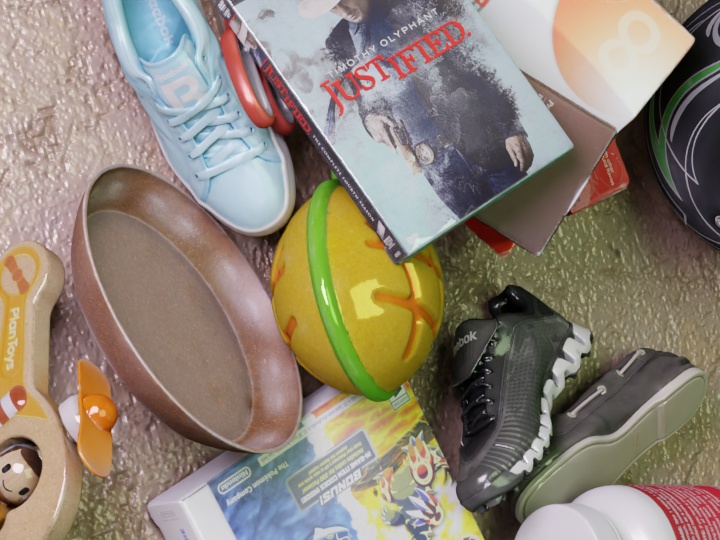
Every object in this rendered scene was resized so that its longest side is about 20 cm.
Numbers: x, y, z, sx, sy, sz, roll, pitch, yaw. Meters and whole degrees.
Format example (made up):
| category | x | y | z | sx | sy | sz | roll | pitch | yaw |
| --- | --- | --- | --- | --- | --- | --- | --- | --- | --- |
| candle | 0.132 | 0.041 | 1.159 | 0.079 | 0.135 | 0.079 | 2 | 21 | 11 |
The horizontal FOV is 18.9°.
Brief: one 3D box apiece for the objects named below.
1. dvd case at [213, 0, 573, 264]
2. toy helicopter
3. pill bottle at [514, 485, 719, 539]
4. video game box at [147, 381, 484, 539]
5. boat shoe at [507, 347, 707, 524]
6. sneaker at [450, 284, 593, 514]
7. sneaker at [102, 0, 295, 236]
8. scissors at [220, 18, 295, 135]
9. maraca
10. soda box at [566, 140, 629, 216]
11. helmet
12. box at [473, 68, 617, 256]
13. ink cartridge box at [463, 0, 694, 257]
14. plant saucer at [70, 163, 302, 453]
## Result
| category | x | y | z | sx | sy | sz | roll | pitch | yaw |
| --- | --- | --- | --- | --- | --- | --- | --- | --- | --- |
| dvd case | 0.022 | -0.121 | 1.348 | 0.146 | 0.022 | 0.200 | -32 | 83 | -26 |
| toy helicopter | -0.189 | 0.073 | 1.234 | 0.079 | 0.132 | 0.200 | 33 | 49 | -49 |
| pill bottle | 0.203 | 0.204 | 1.493 | 0.200 | 0.112 | 0.112 | 6 | 77 | -41 |
| video game box | -0.016 | 0.180 | 1.388 | 0.200 | 0.047 | 0.182 | -33 | 103 | -36 |
| boat shoe | 0.164 | 0.116 | 1.537 | 0.200 | 0.057 | 0.067 | -31 | 135 | -33 |
| sneaker | 0.090 | 0.081 | 1.466 | 0.090 | 0.066 | 0.200 | 43 | 41 | -10 |
| sneaker | -0.109 | -0.108 | 1.343 | 0.200 | 0.074 | 0.082 | 59 | 11 | 0 |
| scissors | -0.082 | -0.172 | 1.374 | 0.073 | 0.014 | 0.200 | 29 | 39 | -61 |
| maraca | 0.000 | 0.000 | 1.387 | 0.200 | 0.107 | 0.137 | -81 | 153 | -56 |
| soda box | 0.117 | -0.136 | 1.541 | 0.070 | 0.063 | 0.200 | -25 | 95 | -37 |
| helmet | 0.303 | -0.107 | 1.594 | 0.200 | 0.191 | 0.200 | 20 | 36 | -15 |
| box | 0.057 | -0.105 | 1.426 | 0.200 | 0.075 | 0.100 | 32 | 95 | -6 |
| ink cartridge box | 0.106 | -0.136 | 1.471 | 0.162 | 0.050 | 0.200 | 41 | 77 | -10 |
| plant saucer | -0.110 | 0.029 | 1.307 | 0.200 | 0.034 | 0.200 | 45 | 24 | -27 |
